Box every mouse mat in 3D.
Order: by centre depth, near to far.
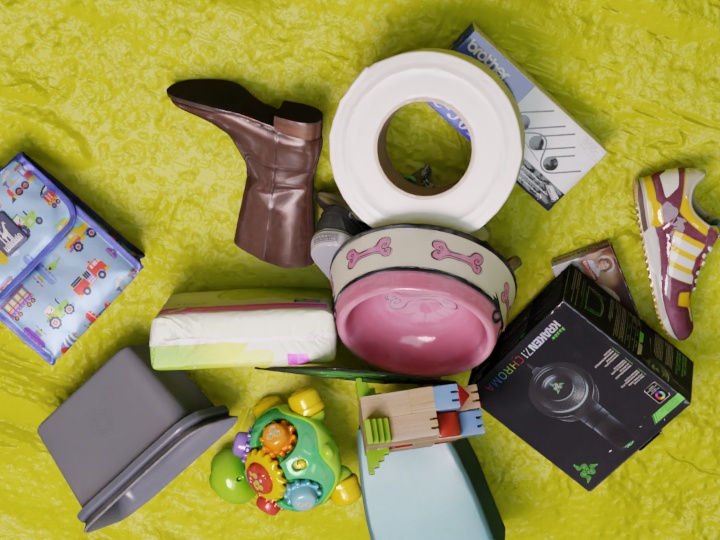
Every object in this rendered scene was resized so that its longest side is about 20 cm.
[{"bbox_3d":[-0.008,0.116,1.712,0.161,0.200,0.008,9,82,-28],"label":"mouse mat"}]

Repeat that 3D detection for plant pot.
[{"bbox_3d":[0.071,0.251,1.809,0.141,0.141,0.200,-18,99,8],"label":"plant pot"}]

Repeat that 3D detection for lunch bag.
[{"bbox_3d":[-0.362,-0.022,1.718,0.200,0.094,0.151,42,92,-12],"label":"lunch bag"}]

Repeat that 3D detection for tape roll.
[{"bbox_3d":[0.070,-0.131,1.623,0.202,0.071,0.203,2,101,9],"label":"tape roll"}]

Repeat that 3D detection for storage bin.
[{"bbox_3d":[-0.260,0.180,1.791,0.200,0.146,0.134,-41,78,17],"label":"storage bin"}]

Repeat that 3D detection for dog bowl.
[{"bbox_3d":[0.062,0.039,1.636,0.200,0.074,0.200,6,143,4],"label":"dog bowl"}]

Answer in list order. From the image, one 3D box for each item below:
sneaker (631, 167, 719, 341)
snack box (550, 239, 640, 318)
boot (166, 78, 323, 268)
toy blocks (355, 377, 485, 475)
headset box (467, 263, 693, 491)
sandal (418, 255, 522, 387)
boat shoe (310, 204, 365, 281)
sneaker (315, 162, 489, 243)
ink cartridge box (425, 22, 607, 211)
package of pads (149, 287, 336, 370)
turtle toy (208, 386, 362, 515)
[{"bbox_3d":[0.360,-0.016,1.722,0.090,0.075,0.200,-12,112,12],"label":"sneaker"},{"bbox_3d":[0.285,0.065,1.784,0.072,0.024,0.200,-20,111,12],"label":"snack box"},{"bbox_3d":[-0.130,-0.100,1.712,0.186,0.064,0.200,18,127,16],"label":"boot"},{"bbox_3d":[0.069,0.157,1.655,0.137,0.200,0.100,-8,79,-2],"label":"toy blocks"},{"bbox_3d":[0.251,0.126,1.750,0.200,0.093,0.174,39,120,-8],"label":"headset box"},{"bbox_3d":[0.132,0.064,1.756,0.054,0.080,0.200,35,116,8],"label":"sandal"},{"bbox_3d":[0.000,0.000,1.719,0.069,0.057,0.200,-4,148,18],"label":"boat shoe"},{"bbox_3d":[0.052,-0.076,1.723,0.200,0.077,0.089,11,77,4],"label":"sneaker"},{"bbox_3d":[0.162,-0.164,1.683,0.200,0.044,0.094,41,106,-13],"label":"ink cartridge box"},{"bbox_3d":[-0.125,0.062,1.726,0.200,0.155,0.068,-2,98,0],"label":"package of pads"},{"bbox_3d":[-0.097,0.224,1.801,0.200,0.101,0.146,-20,96,50],"label":"turtle toy"}]
